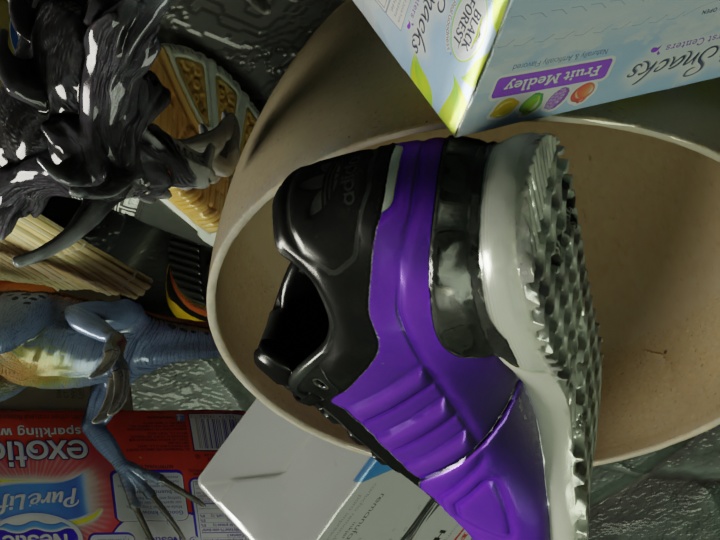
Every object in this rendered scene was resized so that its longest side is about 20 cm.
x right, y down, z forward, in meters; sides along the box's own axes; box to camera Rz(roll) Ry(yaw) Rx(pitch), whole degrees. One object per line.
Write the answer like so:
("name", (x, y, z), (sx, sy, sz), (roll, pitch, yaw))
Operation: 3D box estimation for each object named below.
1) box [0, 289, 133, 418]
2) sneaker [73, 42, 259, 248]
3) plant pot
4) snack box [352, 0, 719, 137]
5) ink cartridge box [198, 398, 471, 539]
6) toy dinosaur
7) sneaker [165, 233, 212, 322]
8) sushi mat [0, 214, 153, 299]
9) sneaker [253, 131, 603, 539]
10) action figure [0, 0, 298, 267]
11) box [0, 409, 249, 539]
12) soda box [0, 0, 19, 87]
("box", (-0.222, 0.059, 0.914), (0.198, 0.078, 0.095), (5, 143, -23))
("sneaker", (-0.117, -0.063, 0.793), (0.087, 0.076, 0.200), (-15, 146, 35))
("plant pot", (0.051, -0.038, 0.633), (0.198, 0.135, 0.201), (1, 144, 1))
("snack box", (0.052, -0.142, 0.556), (0.167, 0.201, 0.068), (-14, 142, -30))
("ink cartridge box", (0.022, 0.088, 0.881), (0.116, 0.068, 0.200), (-53, 153, 6))
("toy dinosaur", (-0.127, 0.024, 0.825), (0.180, 0.201, 0.105), (-20, 162, -22))
("sneaker", (0.000, 0.000, 0.917), (0.198, 0.071, 0.090), (-3, 160, -12))
("sushi mat", (-0.184, -0.026, 0.810), (0.095, 0.012, 0.200), (3, 162, 30))
("sneaker", (0.020, 0.029, 0.563), (0.099, 0.070, 0.201), (1, 141, 14))
("action figure", (-0.070, -0.081, 0.595), (0.101, 0.201, 0.119), (14, 138, -25))
("box", (-0.150, 0.133, 0.882), (0.198, 0.100, 0.096), (1, 143, -20))
("soda box", (-0.211, -0.068, 0.677), (0.198, 0.065, 0.068), (0, -175, 14))
